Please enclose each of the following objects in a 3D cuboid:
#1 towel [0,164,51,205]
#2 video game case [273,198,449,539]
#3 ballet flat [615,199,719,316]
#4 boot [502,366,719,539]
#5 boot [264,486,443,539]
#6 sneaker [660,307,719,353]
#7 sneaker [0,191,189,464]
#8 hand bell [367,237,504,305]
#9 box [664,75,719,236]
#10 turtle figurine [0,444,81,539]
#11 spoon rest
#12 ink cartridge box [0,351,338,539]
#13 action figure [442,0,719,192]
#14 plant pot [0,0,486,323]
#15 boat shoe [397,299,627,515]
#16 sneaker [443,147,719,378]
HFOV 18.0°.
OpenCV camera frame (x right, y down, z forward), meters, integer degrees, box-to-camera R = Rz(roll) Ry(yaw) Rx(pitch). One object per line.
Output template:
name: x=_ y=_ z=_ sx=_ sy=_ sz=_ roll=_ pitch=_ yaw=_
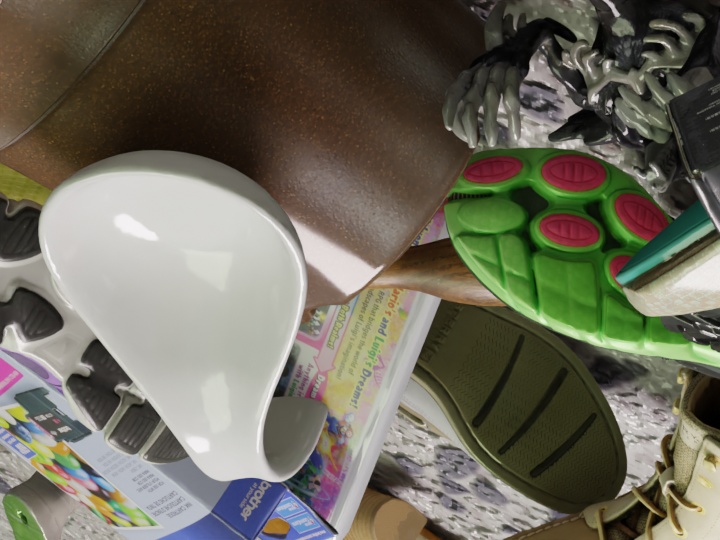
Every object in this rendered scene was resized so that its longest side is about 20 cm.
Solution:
towel: x=-0.241 y=-0.070 z=1.222 sx=0.200 sy=0.023 sz=0.144 roll=9 pitch=160 yaw=-14
video game case: x=-0.055 y=0.007 z=1.099 sx=0.182 sy=0.024 sz=0.200 roll=26 pitch=111 yaw=14
ballet flat: x=0.173 y=-0.033 z=0.760 sx=0.062 sy=0.067 sz=0.200 roll=48 pitch=116 yaw=-1
boot: x=0.139 y=0.105 z=1.042 sx=0.200 sy=0.073 sz=0.156 roll=-11 pitch=144 yaw=-1
boot: x=0.023 y=0.198 z=1.437 sx=0.201 sy=0.071 sz=0.144 roll=51 pitch=155 yaw=-25
sneaker: x=0.203 y=0.012 z=0.877 sx=0.200 sy=0.079 sz=0.074 roll=23 pitch=166 yaw=-37
sneaker: x=-0.125 y=0.010 z=0.953 sx=0.200 sy=0.081 sz=0.083 roll=38 pitch=176 yaw=-39
hand bell: x=0.000 y=0.000 z=1.027 sx=0.200 sy=0.104 sz=0.104 roll=2 pitch=147 yaw=9
box: x=0.219 y=-0.030 z=0.711 sx=0.200 sy=0.049 sz=0.161 roll=-26 pitch=124 yaw=14
turtle figurine: x=-0.125 y=0.088 z=1.243 sx=0.144 sy=0.194 sz=0.200 roll=53 pitch=151 yaw=4
spoon rest: x=-0.056 y=0.024 z=0.866 sx=0.099 sy=0.061 sz=0.200 roll=-1 pitch=145 yaw=16
ink cartridge box: x=-0.114 y=0.087 z=1.094 sx=0.200 sy=0.042 sz=0.119 roll=37 pitch=155 yaw=-11
action figure: x=0.083 y=-0.085 z=0.838 sx=0.119 sy=0.102 sz=0.200 roll=-12 pitch=128 yaw=41
plant pot: x=-0.064 y=-0.092 z=0.907 sx=0.198 sy=0.201 sz=0.200 roll=36 pitch=155 yaw=-22
boat shoe: x=0.049 y=0.047 z=1.143 sx=0.200 sy=0.075 sz=0.068 roll=41 pitch=170 yaw=-2
sneaker: x=0.122 y=0.009 z=0.948 sx=0.200 sy=0.077 sz=0.084 roll=22 pitch=166 yaw=-11
